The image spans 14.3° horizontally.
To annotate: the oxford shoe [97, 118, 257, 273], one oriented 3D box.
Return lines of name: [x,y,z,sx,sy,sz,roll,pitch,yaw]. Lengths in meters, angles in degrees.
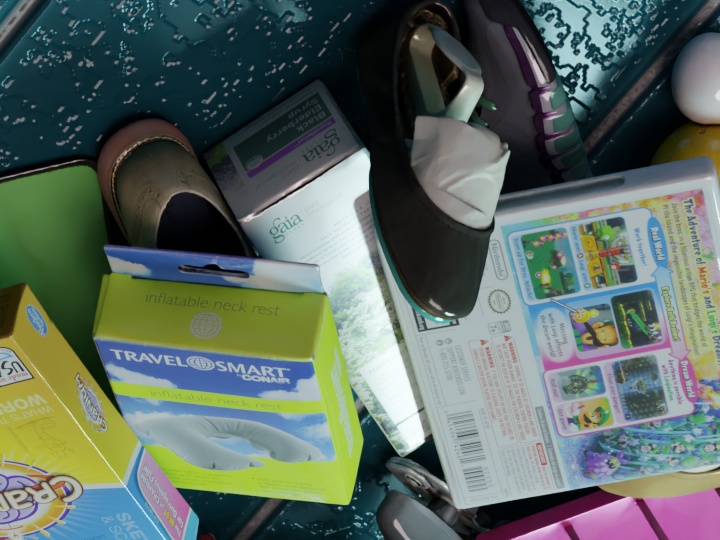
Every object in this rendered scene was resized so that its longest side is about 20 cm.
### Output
oxford shoe: [-0.083,0.012,1.564,0.071,0.074,0.200,-33,129,-4]

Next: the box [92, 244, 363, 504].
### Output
box: [-0.069,0.059,1.547,0.121,0.048,0.200,5,151,10]

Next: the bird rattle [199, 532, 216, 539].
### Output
bird rattle: [0.004,0.208,1.686,0.200,0.163,0.113,33,65,-31]

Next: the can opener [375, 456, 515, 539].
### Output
can opener: [0.072,0.182,1.746,0.067,0.053,0.200,-55,129,-17]

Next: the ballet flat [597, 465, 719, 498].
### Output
ballet flat: [0.227,0.083,1.664,0.199,0.069,0.063,-13,162,1]

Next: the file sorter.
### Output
file sorter: [0.188,0.211,1.700,0.199,0.126,0.139,-19,134,-11]

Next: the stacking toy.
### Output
stacking toy: [0.204,-0.036,1.633,0.146,0.146,0.201,-14,110,-13]

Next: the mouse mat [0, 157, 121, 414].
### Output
mouse mat: [-0.206,0.037,1.576,0.160,0.008,0.201,-14,125,-13]

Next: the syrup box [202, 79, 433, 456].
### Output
syrup box: [0.000,0.000,1.586,0.079,0.081,0.200,-33,126,1]

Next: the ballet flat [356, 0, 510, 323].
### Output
ballet flat: [0.037,-0.066,1.480,0.068,0.200,0.068,21,129,-33]

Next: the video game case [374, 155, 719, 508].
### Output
video game case: [0.118,0.038,1.557,0.181,0.024,0.200,-11,127,8]

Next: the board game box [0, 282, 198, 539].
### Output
board game box: [-0.200,0.104,1.557,0.153,0.040,0.200,-16,131,21]

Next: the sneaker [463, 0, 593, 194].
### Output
sneaker: [0.075,-0.069,1.577,0.087,0.075,0.200,-24,128,1]
